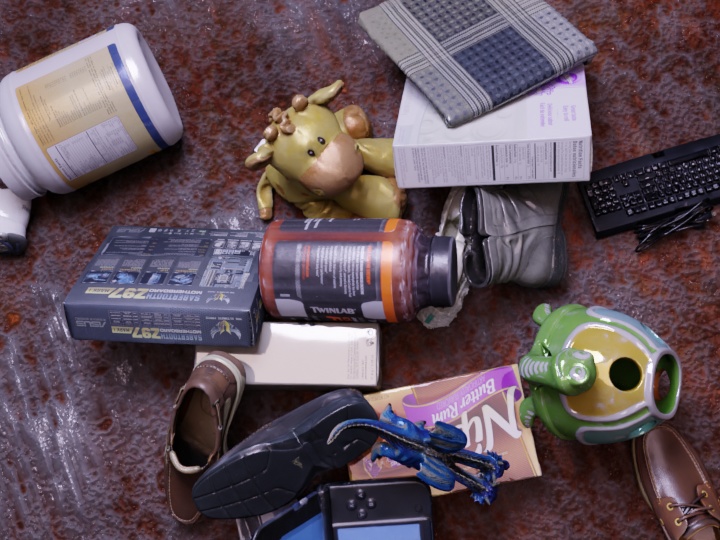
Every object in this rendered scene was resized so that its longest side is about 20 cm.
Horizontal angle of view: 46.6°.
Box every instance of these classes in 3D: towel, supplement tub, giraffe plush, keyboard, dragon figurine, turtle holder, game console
[{"bbox_3d":[0.121,-0.252,0.906,0.190,0.035,0.201,-28,59,-11],"label":"towel"},{"bbox_3d":[0.000,0.000,0.866,0.196,0.107,0.109,1,77,14],"label":"supplement tub"},{"bbox_3d":[-0.318,-0.176,0.952,0.197,0.145,0.146,-24,77,-1],"label":"supplement tub"},{"bbox_3d":[-0.042,-0.124,0.908,0.197,0.162,0.175,18,79,8],"label":"giraffe plush"},{"bbox_3d":[0.353,-0.090,0.935,0.197,0.040,0.106,-17,76,1],"label":"keyboard"},{"bbox_3d":[0.064,0.171,0.793,0.098,0.199,0.060,10,74,45],"label":"dragon figurine"},{"bbox_3d":[0.233,0.095,0.823,0.130,0.186,0.142,3,55,42],"label":"turtle holder"},{"bbox_3d":[-0.007,0.319,0.804,0.167,0.118,0.204,-5,97,3],"label":"game console"}]

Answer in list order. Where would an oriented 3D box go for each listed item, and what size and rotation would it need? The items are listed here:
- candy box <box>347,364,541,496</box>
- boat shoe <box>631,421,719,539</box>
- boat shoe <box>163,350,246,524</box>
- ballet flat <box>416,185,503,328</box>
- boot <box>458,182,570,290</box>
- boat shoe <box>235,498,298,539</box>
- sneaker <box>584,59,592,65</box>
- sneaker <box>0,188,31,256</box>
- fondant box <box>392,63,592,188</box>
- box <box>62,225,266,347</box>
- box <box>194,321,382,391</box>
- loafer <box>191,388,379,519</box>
[{"bbox_3d":[0.082,0.178,0.888,0.196,0.057,0.119,-11,77,4],"label":"candy box"},{"bbox_3d":[0.337,0.248,0.846,0.071,0.068,0.203,-18,77,0],"label":"boat shoe"},{"bbox_3d":[-0.173,0.183,0.852,0.073,0.075,0.206,17,113,10],"label":"boat shoe"},{"bbox_3d":[0.114,-0.031,0.928,0.071,0.072,0.203,18,79,8],"label":"ballet flat"},{"bbox_3d":[0.162,-0.078,0.898,0.129,0.067,0.204,8,75,-38],"label":"boot"},{"bbox_3d":[-0.089,0.313,0.866,0.067,0.072,0.203,-17,87,24],"label":"boat shoe"},{"bbox_3d":[0.163,-0.247,0.970,0.197,0.071,0.100,23,80,16],"label":"sneaker"},{"bbox_3d":[-0.480,-0.075,0.989,0.196,0.075,0.089,10,66,0],"label":"sneaker"},{"bbox_3d":[0.140,-0.154,0.886,0.196,0.059,0.146,-1,42,11],"label":"fondant box"},{"bbox_3d":[-0.196,0.013,0.902,0.196,0.159,0.052,1,122,5],"label":"box"},{"bbox_3d":[-0.075,0.094,0.906,0.196,0.082,0.070,1,78,3],"label":"box"},{"bbox_3d":[-0.075,0.183,0.838,0.197,0.072,0.074,-24,107,-5],"label":"loafer"}]
